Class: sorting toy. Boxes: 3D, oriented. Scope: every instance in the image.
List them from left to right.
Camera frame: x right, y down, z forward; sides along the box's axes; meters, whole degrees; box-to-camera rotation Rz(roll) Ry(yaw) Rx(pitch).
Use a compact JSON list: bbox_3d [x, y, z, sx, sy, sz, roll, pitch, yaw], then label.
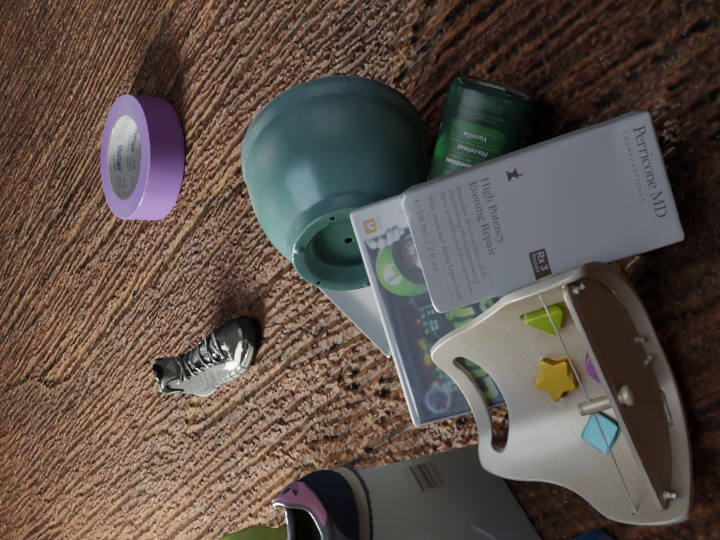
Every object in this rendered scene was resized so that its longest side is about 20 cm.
[{"bbox_3d":[0.149,0.096,0.651,0.178,0.107,0.203,-20,100,36],"label":"sorting toy"}]

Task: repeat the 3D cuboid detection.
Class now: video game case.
[{"bbox_3d":[0.103,0.019,0.704,0.178,0.023,0.204,-16,98,13],"label":"video game case"}]

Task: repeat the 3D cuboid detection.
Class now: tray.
[{"bbox_3d":[0.000,0.000,0.946,0.200,0.022,0.109,43,123,41],"label":"tray"}]

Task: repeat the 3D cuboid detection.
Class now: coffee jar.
[{"bbox_3d":[0.103,-0.072,0.754,0.083,0.104,0.205,17,106,13],"label":"coffee jar"}]

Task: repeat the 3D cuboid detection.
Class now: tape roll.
[{"bbox_3d":[-0.367,-0.187,1.352,0.198,0.065,0.206,2,93,51],"label":"tape roll"}]

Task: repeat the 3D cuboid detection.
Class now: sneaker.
[{"bbox_3d":[-0.235,0.134,1.160,0.200,0.114,0.076,-45,58,41],"label":"sneaker"},{"bbox_3d":[-0.029,0.262,0.631,0.069,0.081,0.205,-21,74,46],"label":"sneaker"}]

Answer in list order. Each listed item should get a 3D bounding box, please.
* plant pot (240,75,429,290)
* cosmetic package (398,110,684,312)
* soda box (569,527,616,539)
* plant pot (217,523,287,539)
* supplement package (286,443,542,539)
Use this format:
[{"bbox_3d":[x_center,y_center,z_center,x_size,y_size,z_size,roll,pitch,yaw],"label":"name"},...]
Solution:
[{"bbox_3d":[-0.017,-0.068,0.804,0.201,0.197,0.136,-49,38,38],"label":"plant pot"},{"bbox_3d":[0.140,-0.046,0.638,0.196,0.074,0.104,-18,97,14],"label":"cosmetic package"},{"bbox_3d":[0.150,0.270,0.633,0.064,0.197,0.069,29,113,45],"label":"soda box"},{"bbox_3d":[-0.114,0.421,0.985,0.201,0.197,0.187,-48,45,39],"label":"plant pot"},{"bbox_3d":[0.059,0.268,0.743,0.112,0.197,0.157,-56,51,32],"label":"supplement package"}]
